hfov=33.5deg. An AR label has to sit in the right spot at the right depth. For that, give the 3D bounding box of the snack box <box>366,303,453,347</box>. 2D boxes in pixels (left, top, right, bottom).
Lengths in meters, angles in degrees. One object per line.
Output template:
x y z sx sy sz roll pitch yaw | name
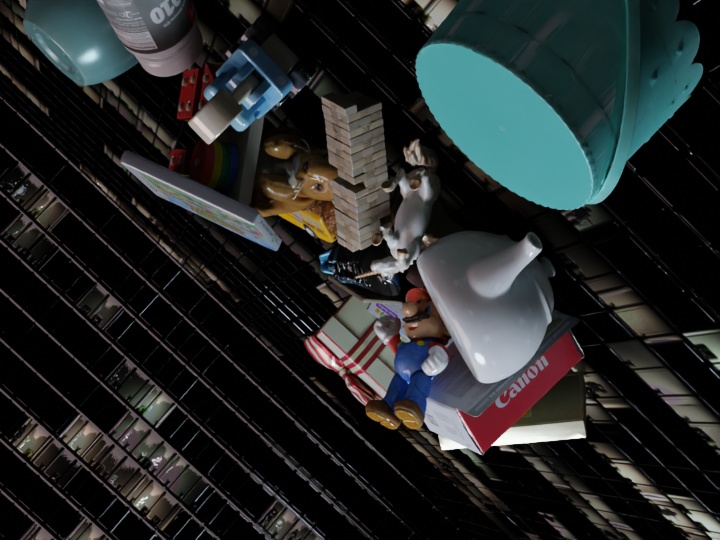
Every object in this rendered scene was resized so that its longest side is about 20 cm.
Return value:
0.125 0.089 1.785 0.199 0.053 0.142 35 -164 26 | snack box

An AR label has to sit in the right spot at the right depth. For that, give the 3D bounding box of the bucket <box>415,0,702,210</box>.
0.151 -0.155 0.936 0.207 0.135 0.207 39 166 12 | bucket

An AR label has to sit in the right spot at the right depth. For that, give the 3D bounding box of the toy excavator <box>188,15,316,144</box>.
-0.148 -0.213 1.458 0.100 0.200 0.194 44 157 -11 | toy excavator

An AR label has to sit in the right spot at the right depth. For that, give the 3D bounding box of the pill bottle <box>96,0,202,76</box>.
-0.283 -0.356 1.579 0.113 0.114 0.200 35 165 27 | pill bottle

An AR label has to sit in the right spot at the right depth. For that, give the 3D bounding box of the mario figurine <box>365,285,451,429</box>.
0.062 0.097 1.543 0.122 0.202 0.106 14 150 14 | mario figurine

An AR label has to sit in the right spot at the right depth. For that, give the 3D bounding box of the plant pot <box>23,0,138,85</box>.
-0.390 -0.368 1.739 0.200 0.161 0.201 38 166 11 | plant pot

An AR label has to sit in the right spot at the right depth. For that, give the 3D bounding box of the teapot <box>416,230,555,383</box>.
0.167 0.029 1.440 0.199 0.145 0.200 63 178 -25 | teapot

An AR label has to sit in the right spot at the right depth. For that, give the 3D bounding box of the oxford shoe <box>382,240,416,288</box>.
0.102 0.003 1.729 0.199 0.073 0.084 29 -173 32 | oxford shoe

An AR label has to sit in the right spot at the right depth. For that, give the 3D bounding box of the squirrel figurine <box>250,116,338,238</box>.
-0.059 -0.128 1.669 0.185 0.143 0.199 4 164 46 | squirrel figurine

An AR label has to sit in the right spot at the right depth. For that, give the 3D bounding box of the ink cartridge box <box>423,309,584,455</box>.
0.186 0.138 1.565 0.084 0.200 0.175 57 162 -23 | ink cartridge box

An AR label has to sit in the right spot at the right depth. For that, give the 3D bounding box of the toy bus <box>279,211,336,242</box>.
-0.093 -0.112 1.888 0.199 0.065 0.079 30 161 42 | toy bus

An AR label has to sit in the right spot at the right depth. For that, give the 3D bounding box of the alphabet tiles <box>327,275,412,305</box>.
0.059 0.032 1.726 0.198 0.008 0.167 5 -163 -35 | alphabet tiles

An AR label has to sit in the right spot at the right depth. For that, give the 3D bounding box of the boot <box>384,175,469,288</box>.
0.080 -0.027 1.591 0.199 0.073 0.167 34 150 2 | boot

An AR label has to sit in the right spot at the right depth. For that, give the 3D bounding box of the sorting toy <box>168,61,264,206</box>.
-0.203 -0.195 1.653 0.069 0.203 0.198 9 -178 -26 | sorting toy

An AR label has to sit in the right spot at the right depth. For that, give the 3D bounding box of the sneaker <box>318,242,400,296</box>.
0.000 0.000 1.640 0.200 0.081 0.074 -159 60 -74 | sneaker

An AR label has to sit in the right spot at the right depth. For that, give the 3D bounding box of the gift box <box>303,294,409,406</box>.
0.027 0.121 2.005 0.184 0.187 0.200 41 165 5 | gift box

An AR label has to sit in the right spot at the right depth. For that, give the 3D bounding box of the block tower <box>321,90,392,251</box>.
-0.002 -0.123 1.476 0.054 0.057 0.202 31 138 45 | block tower

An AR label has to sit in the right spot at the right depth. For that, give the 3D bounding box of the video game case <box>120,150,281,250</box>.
-0.209 -0.090 1.600 0.198 0.022 0.182 25 174 9 | video game case

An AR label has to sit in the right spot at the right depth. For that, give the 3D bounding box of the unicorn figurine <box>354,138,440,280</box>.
0.052 -0.054 1.430 0.073 0.201 0.137 33 -169 13 | unicorn figurine

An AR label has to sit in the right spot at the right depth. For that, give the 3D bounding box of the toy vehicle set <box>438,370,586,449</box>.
0.210 0.192 1.645 0.198 0.125 0.027 -7 116 15 | toy vehicle set
